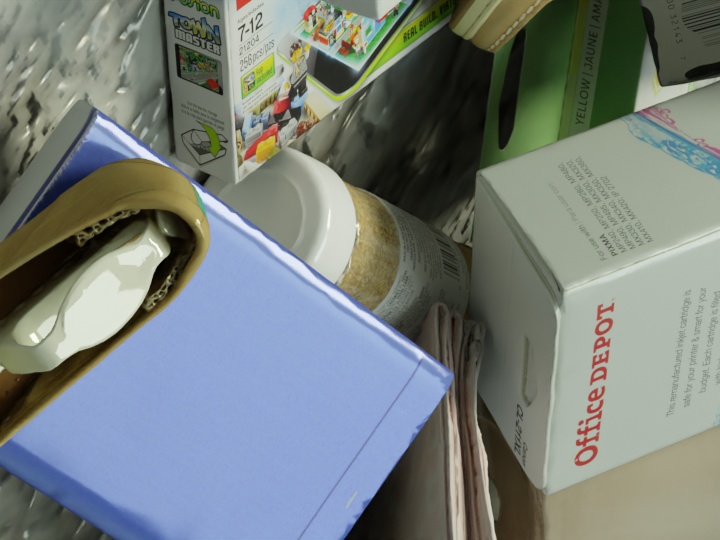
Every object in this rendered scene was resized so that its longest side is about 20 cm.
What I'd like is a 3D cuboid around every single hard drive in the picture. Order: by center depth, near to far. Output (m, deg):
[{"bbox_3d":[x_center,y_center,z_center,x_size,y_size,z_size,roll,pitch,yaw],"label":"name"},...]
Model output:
[{"bbox_3d":[-0.071,0.042,1.088,0.200,0.025,0.132,37,88,-31],"label":"hard drive"}]

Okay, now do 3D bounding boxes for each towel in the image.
[{"bbox_3d":[0.022,0.147,1.234,0.200,0.032,0.192,111,-16,-46],"label":"towel"}]

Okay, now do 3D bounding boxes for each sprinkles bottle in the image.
[{"bbox_3d":[0.000,0.000,1.243,0.200,0.068,0.069,26,88,-61],"label":"sprinkles bottle"}]

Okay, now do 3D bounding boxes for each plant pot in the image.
[{"bbox_3d":[0.130,0.098,1.350,0.173,0.200,0.201,-7,119,-30],"label":"plant pot"}]

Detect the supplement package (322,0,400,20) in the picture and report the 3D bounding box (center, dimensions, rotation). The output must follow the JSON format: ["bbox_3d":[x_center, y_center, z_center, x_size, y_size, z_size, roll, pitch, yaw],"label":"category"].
[{"bbox_3d":[0.018,-0.207,1.073,0.200,0.117,0.117,-43,144,-35],"label":"supplement package"}]

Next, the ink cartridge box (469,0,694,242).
[{"bbox_3d":[0.119,-0.109,1.350,0.200,0.048,0.146,-47,148,-54],"label":"ink cartridge box"}]

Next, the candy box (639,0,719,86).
[{"bbox_3d":[0.186,-0.198,1.311,0.167,0.071,0.201,-15,92,-55],"label":"candy box"}]

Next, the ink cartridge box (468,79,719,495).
[{"bbox_3d":[0.151,-0.004,1.236,0.199,0.083,0.146,-20,143,-17],"label":"ink cartridge box"}]

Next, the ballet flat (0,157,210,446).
[{"bbox_3d":[-0.136,0.031,0.999,0.200,0.063,0.069,-43,114,-8],"label":"ballet flat"}]

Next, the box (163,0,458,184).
[{"bbox_3d":[-0.006,-0.132,1.171,0.200,0.035,0.110,-40,141,-38],"label":"box"}]

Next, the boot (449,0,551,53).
[{"bbox_3d":[0.151,-0.131,1.190,0.200,0.155,0.073,-43,-165,17],"label":"boot"}]
